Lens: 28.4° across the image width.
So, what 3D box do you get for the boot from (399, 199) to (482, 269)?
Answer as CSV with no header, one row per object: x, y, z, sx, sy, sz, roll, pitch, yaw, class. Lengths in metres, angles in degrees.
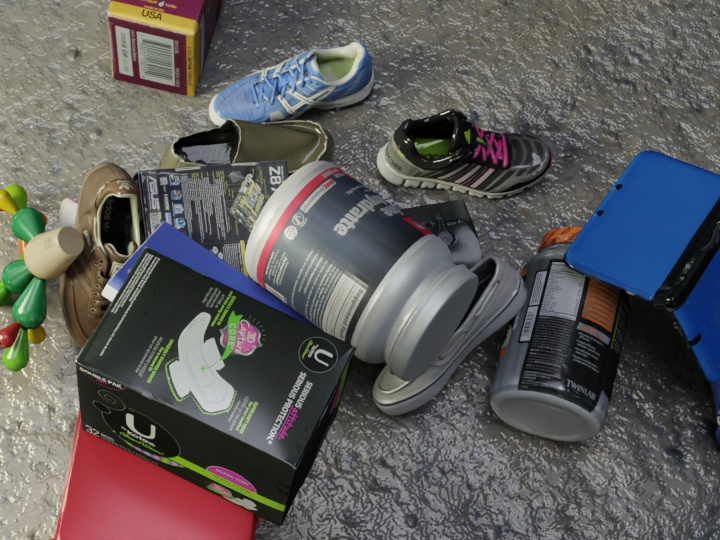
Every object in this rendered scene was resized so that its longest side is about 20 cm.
0.036,0.011,1.520,0.198,0.066,0.166,-5,68,-14,boot

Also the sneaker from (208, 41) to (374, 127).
-0.078,-0.211,1.598,0.198,0.077,0.076,-21,71,-14,sneaker

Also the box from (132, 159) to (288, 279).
-0.144,-0.008,1.464,0.160,0.049,0.202,-7,88,-17,box

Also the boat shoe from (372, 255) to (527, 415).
0.081,0.064,1.454,0.200,0.066,0.072,-40,43,9,boat shoe

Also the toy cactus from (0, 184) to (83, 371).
-0.340,-0.008,1.432,0.102,0.164,0.202,23,56,-34,toy cactus

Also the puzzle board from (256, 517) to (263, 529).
-0.160,0.168,1.447,0.199,0.017,0.151,34,66,9,puzzle board

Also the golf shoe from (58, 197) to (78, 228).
-0.228,-0.064,1.518,0.198,0.076,0.092,-18,62,-17,golf shoe

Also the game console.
0.329,-0.007,1.474,0.200,0.118,0.171,-49,119,-33,game console

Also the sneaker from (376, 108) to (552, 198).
0.120,-0.133,1.578,0.198,0.088,0.074,2,65,-6,sneaker

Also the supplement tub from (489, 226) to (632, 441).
0.213,0.064,1.478,0.121,0.123,0.201,18,64,2,supplement tub

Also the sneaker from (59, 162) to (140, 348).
-0.257,-0.004,1.426,0.070,0.075,0.202,-4,109,-27,sneaker

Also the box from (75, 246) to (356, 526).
-0.123,0.101,1.205,0.199,0.149,0.125,25,61,6,box

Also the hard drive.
-0.134,0.042,1.363,0.199,0.025,0.132,34,32,-1,hard drive

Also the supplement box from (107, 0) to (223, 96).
-0.210,-0.321,1.605,0.102,0.131,0.202,13,64,0,supplement box

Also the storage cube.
-0.182,0.218,1.317,0.198,0.171,0.181,8,63,-3,storage cube

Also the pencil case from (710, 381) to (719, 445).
0.399,0.096,1.507,0.086,0.078,0.202,10,61,-28,pencil case

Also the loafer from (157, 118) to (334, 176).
-0.123,-0.126,1.557,0.198,0.070,0.076,-13,67,-12,loafer

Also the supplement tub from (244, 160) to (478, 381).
0.000,0.000,1.382,0.199,0.141,0.141,35,66,15,supplement tub
